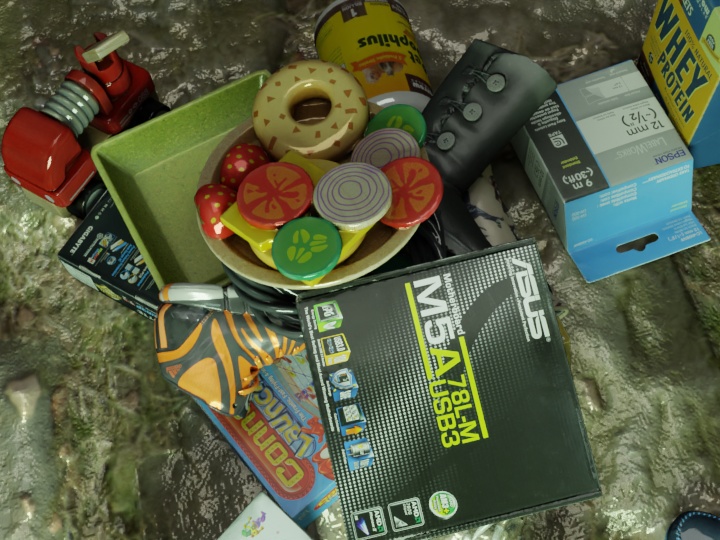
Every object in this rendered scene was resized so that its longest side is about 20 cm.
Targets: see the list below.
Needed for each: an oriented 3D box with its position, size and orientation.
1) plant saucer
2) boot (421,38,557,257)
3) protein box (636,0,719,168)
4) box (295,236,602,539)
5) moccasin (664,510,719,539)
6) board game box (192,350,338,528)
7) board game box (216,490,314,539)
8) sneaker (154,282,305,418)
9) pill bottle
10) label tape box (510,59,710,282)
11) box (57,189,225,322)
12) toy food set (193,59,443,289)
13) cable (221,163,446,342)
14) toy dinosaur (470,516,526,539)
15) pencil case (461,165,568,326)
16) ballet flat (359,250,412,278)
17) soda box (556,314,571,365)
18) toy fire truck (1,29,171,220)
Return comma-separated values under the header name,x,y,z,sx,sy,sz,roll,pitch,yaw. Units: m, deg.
name,x,y,z,sx,sy,sz,roll,pitch,yaw
plant saucer,-0.132,-0.076,0.855,0.199,0.048,0.201,-27,68,-13
boot,0.116,-0.102,0.806,0.164,0.066,0.200,37,79,19
protein box,0.406,-0.224,0.864,0.197,0.200,0.136,-12,63,-2
box,0.064,0.094,0.664,0.192,0.048,0.202,-13,82,1
moccasin,0.349,0.253,0.702,0.199,0.068,0.081,27,68,16
board game box,-0.046,0.098,0.814,0.195,0.056,0.200,-39,67,-15
board game box,-0.116,0.280,0.678,0.064,0.148,0.200,38,72,18
sneaker,-0.080,0.072,0.765,0.198,0.078,0.113,3,84,-10
pill bottle,0.020,-0.189,0.925,0.108,0.109,0.201,-13,63,-3
label tape box,0.254,-0.104,0.891,0.142,0.066,0.201,-19,62,-5
box,-0.189,-0.050,0.904,0.158,0.046,0.201,25,68,15
toy food set,-0.035,-0.073,0.693,0.197,0.049,0.200,33,67,25
cable,-0.027,-0.014,0.733,0.198,0.051,0.165,1,75,-1
toy dinosaur,0.126,0.137,0.760,0.102,0.077,0.201,-11,75,-25
pencil case,0.127,-0.022,0.853,0.078,0.089,0.201,-33,62,19
ballet flat,0.000,0.000,0.788,0.199,0.064,0.068,25,56,3
soda box,0.073,0.084,0.734,0.199,0.064,0.068,-18,47,-3
toy fire truck,-0.281,-0.164,0.881,0.128,0.200,0.177,27,68,17
